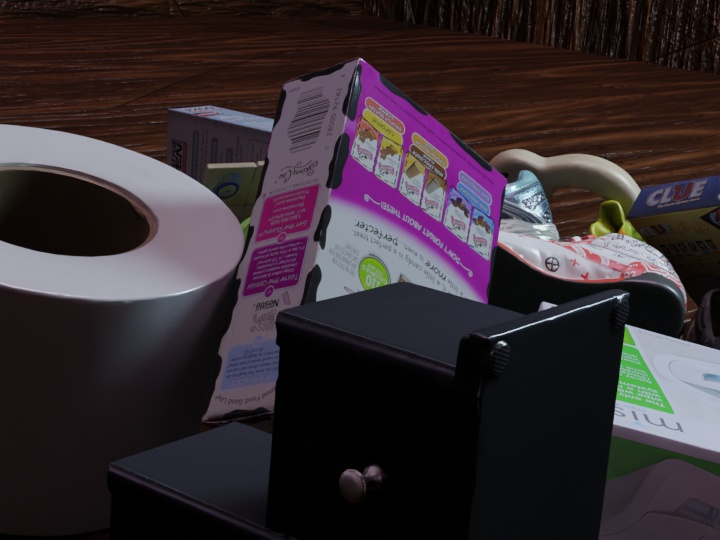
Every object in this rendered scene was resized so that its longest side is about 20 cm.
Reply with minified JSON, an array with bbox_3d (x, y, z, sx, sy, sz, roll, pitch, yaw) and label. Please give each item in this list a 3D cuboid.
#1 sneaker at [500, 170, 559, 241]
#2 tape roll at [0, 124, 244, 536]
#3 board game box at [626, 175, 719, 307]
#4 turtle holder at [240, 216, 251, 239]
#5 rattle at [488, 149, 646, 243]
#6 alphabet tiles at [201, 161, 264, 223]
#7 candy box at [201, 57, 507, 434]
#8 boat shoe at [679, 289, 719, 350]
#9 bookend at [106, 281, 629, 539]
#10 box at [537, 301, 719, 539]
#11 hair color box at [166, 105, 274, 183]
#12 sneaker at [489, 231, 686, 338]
[{"bbox_3d":[0.050,-0.039,1.150,0.199,0.087,0.078,1,-21,-15],"label":"sneaker"},{"bbox_3d":[-0.173,0.026,0.804,0.202,0.139,0.203,13,24,-6],"label":"tape roll"},{"bbox_3d":[0.314,-0.017,1.126,0.200,0.136,0.035,-6,44,51],"label":"board game box"},{"bbox_3d":[0.002,0.010,0.954,0.132,0.141,0.185,-33,-23,32],"label":"turtle holder"},{"bbox_3d":[0.135,-0.033,1.228,0.200,0.130,0.143,30,45,-3],"label":"rattle"},{"bbox_3d":[-0.029,-0.013,1.046,0.200,0.167,0.008,-5,46,-26],"label":"alphabet tiles"},{"bbox_3d":[0.003,0.011,0.797,0.061,0.200,0.136,-13,-36,40],"label":"candy box"},{"bbox_3d":[0.263,0.064,1.019,0.072,0.066,0.201,5,15,-10],"label":"boat shoe"},{"bbox_3d":[-0.017,0.088,0.574,0.198,0.201,0.092,16,18,36],"label":"bookend"},{"bbox_3d":[0.173,0.107,0.720,0.199,0.097,0.177,16,13,-2],"label":"box"},{"bbox_3d":[-0.095,-0.091,1.432,0.200,0.099,0.061,16,18,36],"label":"hair color box"},{"bbox_3d":[0.132,0.005,1.087,0.201,0.067,0.108,11,16,9],"label":"sneaker"}]
